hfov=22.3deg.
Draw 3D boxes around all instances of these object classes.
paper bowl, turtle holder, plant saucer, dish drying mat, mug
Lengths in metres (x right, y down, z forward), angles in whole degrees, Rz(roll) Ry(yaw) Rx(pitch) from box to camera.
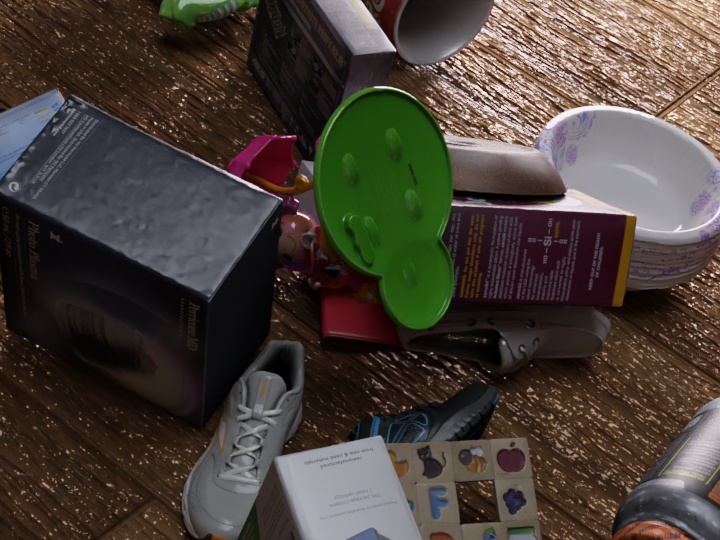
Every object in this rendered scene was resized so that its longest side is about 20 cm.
[{"bbox_3d":[0.252,-0.060,1.765,0.200,0.105,0.201,9,41,-8],"label":"paper bowl"},{"bbox_3d":[-0.161,-0.329,1.926,0.131,0.141,0.186,1,81,5],"label":"turtle holder"},{"bbox_3d":[0.087,-0.097,1.626,0.199,0.037,0.200,6,8,-1],"label":"plant saucer"},{"bbox_3d":[0.000,0.000,1.682,0.076,0.018,0.200,9,42,-10],"label":"dish drying mat"},{"bbox_3d":[0.047,-0.349,1.977,0.133,0.178,0.200,9,29,-47],"label":"mug"}]

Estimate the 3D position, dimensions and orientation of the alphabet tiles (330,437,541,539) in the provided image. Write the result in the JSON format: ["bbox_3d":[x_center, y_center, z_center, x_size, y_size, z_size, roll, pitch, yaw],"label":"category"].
[{"bbox_3d":[0.048,0.214,1.411,0.199,0.008,0.168,-1,71,-17],"label":"alphabet tiles"}]

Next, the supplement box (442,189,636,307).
[{"bbox_3d":[0.124,-0.024,1.588,0.199,0.086,0.110,2,13,-25],"label":"supplement box"}]

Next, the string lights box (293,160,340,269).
[{"bbox_3d":[0.044,-0.043,1.672,0.199,0.059,0.103,5,30,-27],"label":"string lights box"}]

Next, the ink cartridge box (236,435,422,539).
[{"bbox_3d":[-0.007,0.241,1.280,0.087,0.145,0.201,-9,61,-22],"label":"ink cartridge box"}]

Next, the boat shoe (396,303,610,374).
[{"bbox_3d":[0.126,0.062,1.621,0.199,0.071,0.070,6,50,-9],"label":"boat shoe"}]

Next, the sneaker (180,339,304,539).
[{"bbox_3d":[-0.090,0.131,1.449,0.075,0.092,0.200,15,41,0],"label":"sneaker"}]

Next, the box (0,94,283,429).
[{"bbox_3d":[-0.179,-0.003,1.472,0.198,0.200,0.123,25,57,11],"label":"box"}]

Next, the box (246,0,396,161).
[{"bbox_3d":[-0.043,-0.210,1.794,0.048,0.159,0.200,-9,46,-27],"label":"box"}]

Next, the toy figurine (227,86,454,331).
[{"bbox_3d":[-0.031,-0.046,1.502,0.184,0.201,0.150,0,26,47],"label":"toy figurine"}]

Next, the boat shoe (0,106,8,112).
[{"bbox_3d":[-0.390,-0.095,1.616,0.200,0.072,0.072,-25,55,-36],"label":"boat shoe"}]

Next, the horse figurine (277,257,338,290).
[{"bbox_3d":[-0.128,-0.023,1.620,0.199,0.050,0.132,15,12,24],"label":"horse figurine"}]

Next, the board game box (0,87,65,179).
[{"bbox_3d":[-0.327,-0.073,1.561,0.199,0.019,0.103,-27,68,-14],"label":"board game box"}]

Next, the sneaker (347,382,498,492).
[{"bbox_3d":[0.039,0.138,1.498,0.082,0.073,0.200,37,45,20],"label":"sneaker"}]

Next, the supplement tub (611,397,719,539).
[{"bbox_3d":[0.283,0.198,1.475,0.122,0.123,0.200,33,43,18],"label":"supplement tub"}]
